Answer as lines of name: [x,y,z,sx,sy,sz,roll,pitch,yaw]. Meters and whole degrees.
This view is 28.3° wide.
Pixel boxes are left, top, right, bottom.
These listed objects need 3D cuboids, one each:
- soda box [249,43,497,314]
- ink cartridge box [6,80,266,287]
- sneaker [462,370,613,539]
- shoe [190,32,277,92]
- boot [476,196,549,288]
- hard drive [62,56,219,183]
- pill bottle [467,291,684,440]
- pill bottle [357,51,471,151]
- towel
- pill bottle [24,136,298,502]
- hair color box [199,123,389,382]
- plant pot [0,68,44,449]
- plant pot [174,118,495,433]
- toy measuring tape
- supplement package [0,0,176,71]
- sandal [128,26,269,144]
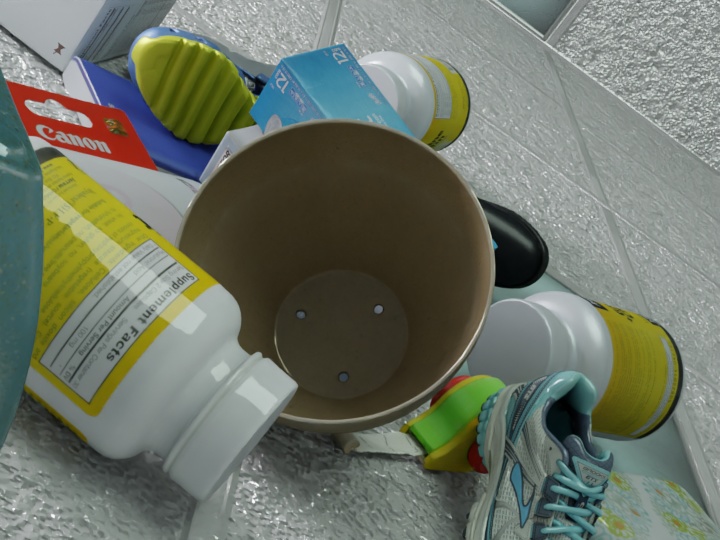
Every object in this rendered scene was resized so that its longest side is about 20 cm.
soda box: [0.007,-0.068,1.044,0.068,0.064,0.200,-21,67,-42]
ink cartridge box: [-0.169,-0.066,0.987,0.162,0.057,0.201,10,46,-53]
sneaker: [0.120,0.149,0.928,0.077,0.086,0.201,29,45,-30]
shoe: [-0.113,-0.155,1.315,0.199,0.072,0.091,12,-21,-6]
boot: [0.073,-0.051,1.376,0.200,0.077,0.168,38,14,21]
hard drive: [-0.143,-0.099,1.183,0.199,0.025,0.132,22,25,-39]
pill bottle: [0.179,0.079,1.195,0.200,0.112,0.112,15,29,-49]
pill bottle: [0.041,-0.184,1.577,0.112,0.112,0.200,43,20,14]
towel: [0.236,0.225,1.091,0.200,0.048,0.171,17,25,-47]
pill bottle: [-0.135,0.030,0.768,0.200,0.111,0.111,40,19,4]
hair color box: [-0.022,-0.022,1.079,0.099,0.061,0.200,-21,69,-43]
plant pot: [-0.230,-0.010,0.552,0.196,0.200,0.196,21,26,-39]
plant pot: [-0.015,0.020,0.936,0.200,0.200,0.135,43,-14,16]
toy measuring tape: [0.061,0.105,1.012,0.200,0.074,0.074,14,30,-50]
supplement package: [-0.258,-0.297,1.245,0.191,0.147,0.200,38,18,0]
sandal: [-0.119,-0.145,1.189,0.200,0.080,0.087,31,15,-46]
